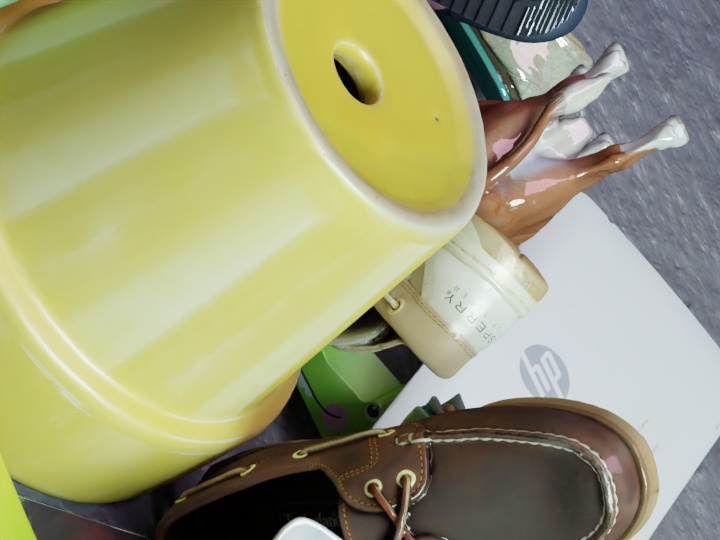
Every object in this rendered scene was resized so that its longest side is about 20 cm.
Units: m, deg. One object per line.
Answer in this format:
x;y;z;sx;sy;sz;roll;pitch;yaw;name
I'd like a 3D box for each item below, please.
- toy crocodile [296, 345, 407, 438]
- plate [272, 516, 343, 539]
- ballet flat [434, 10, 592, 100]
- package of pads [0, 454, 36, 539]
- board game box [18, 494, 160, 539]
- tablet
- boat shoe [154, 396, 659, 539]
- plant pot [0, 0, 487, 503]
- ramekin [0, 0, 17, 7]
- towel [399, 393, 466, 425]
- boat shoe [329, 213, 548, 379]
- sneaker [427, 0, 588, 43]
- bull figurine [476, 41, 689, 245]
0.029;0.114;1.233;0.067;0.062;0.200;-13;77;-57;toy crocodile
-0.007;0.223;1.041;0.200;0.032;0.200;39;72;-20;plate
0.048;-0.169;1.457;0.200;0.062;0.067;57;-8;-7;ballet flat
-0.198;0.088;0.897;0.200;0.068;0.155;-11;73;-47;package of pads
-0.141;0.123;1.022;0.200;0.023;0.105;25;50;-45;board game box
0.091;0.063;1.261;0.130;0.014;0.200;49;47;-8;tablet
0.013;0.092;1.069;0.070;0.200;0.071;-16;93;-53;boat shoe
-0.063;-0.036;1.096;0.201;0.189;0.201;34;41;-36;plant pot
-0.172;-0.187;1.068;0.200;0.098;0.200;9;53;-12;ramekin
0.064;0.155;1.140;0.022;0.147;0.200;-34;81;-35;towel
0.000;0.000;1.206;0.074;0.200;0.069;45;79;-24;boat shoe
0.021;-0.167;1.389;0.200;0.070;0.082;34;5;11;sneaker
0.061;-0.047;1.263;0.065;0.121;0.200;63;-10;-8;bull figurine
